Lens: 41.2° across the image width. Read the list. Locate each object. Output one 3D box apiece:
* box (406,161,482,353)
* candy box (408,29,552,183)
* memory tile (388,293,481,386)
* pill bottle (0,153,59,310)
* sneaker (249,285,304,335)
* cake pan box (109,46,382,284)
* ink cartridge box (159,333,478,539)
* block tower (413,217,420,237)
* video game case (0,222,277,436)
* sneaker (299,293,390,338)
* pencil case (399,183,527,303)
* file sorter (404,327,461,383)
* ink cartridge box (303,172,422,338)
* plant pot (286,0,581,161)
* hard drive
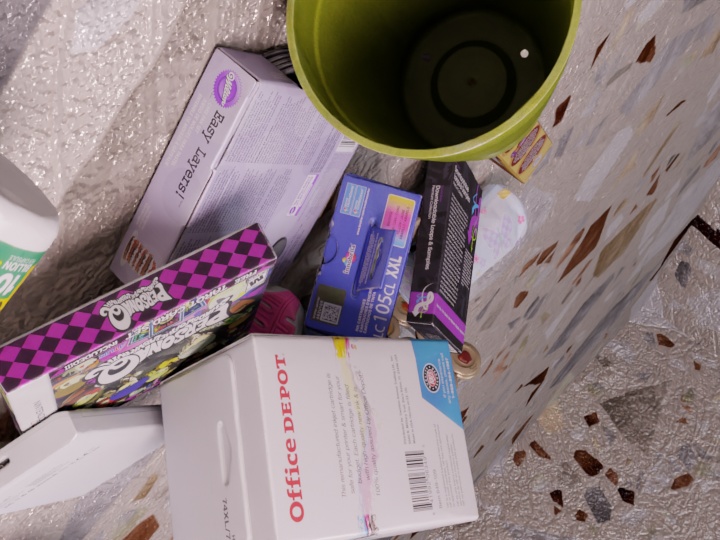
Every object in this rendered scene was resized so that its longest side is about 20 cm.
[{"bbox_3d":[0.096,-0.023,1.067,0.143,0.035,0.204,43,55,-65],"label":"box"},{"bbox_3d":[0.109,-0.154,0.911,0.057,0.116,0.199,-54,159,8],"label":"candy box"},{"bbox_3d":[0.046,0.119,1.190,0.199,0.153,0.017,-38,163,-33],"label":"memory tile"},{"bbox_3d":[-0.249,0.022,0.466,0.201,0.112,0.113,-52,159,1],"label":"pill bottle"},{"bbox_3d":[-0.108,0.075,0.895,0.200,0.082,0.088,-45,174,39],"label":"sneaker"},{"bbox_3d":[-0.082,-0.073,0.746,0.202,0.052,0.183,-59,160,22],"label":"cake pan box"},{"bbox_3d":[-0.034,0.141,0.756,0.198,0.150,0.145,5,159,-40],"label":"ink cartridge box"},{"bbox_3d":[0.009,0.008,1.066,0.057,0.054,0.202,-32,153,-38],"label":"block tower"},{"bbox_3d":[-0.163,0.054,0.698,0.198,0.036,0.182,-28,167,-23],"label":"video game case"},{"bbox_3d":[-0.010,0.096,1.047,0.080,0.201,0.074,-25,-155,21],"label":"sneaker"},{"bbox_3d":[0.125,-0.031,1.205,0.199,0.082,0.092,-35,114,-34],"label":"pencil case"},{"bbox_3d":[0.027,0.191,1.297,0.124,0.138,0.202,-19,143,-59],"label":"file sorter"},{"bbox_3d":[0.000,0.000,0.862,0.200,0.075,0.139,94,11,-82],"label":"ink cartridge box"},{"bbox_3d":[0.070,-0.164,0.714,0.201,0.200,0.193,-52,163,6],"label":"plant pot"},{"bbox_3d":[-0.229,0.150,0.760,0.131,0.027,0.200,-33,168,7],"label":"hard drive"}]
